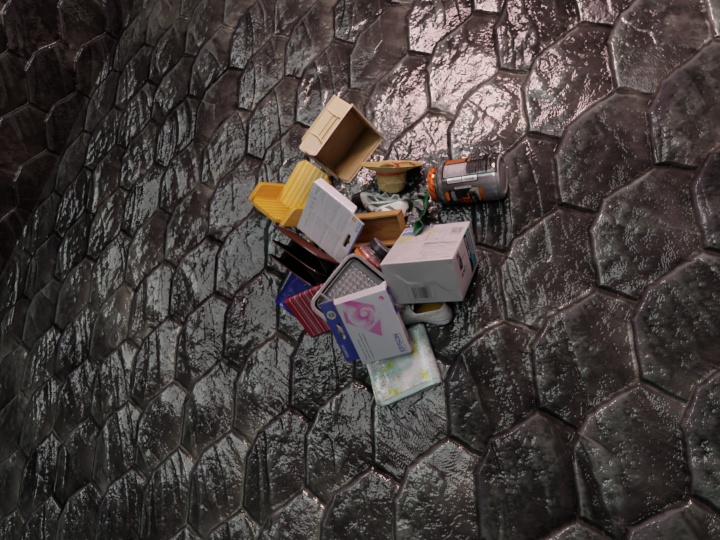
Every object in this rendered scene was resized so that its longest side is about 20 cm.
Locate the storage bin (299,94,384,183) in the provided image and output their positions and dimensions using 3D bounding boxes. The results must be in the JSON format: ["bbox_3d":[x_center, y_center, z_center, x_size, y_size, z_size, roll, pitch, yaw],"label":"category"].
[{"bbox_3d":[-0.060,-0.402,1.608,0.094,0.200,0.199,42,98,33],"label":"storage bin"}]

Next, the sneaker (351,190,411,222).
[{"bbox_3d":[0.050,-0.187,1.556,0.199,0.074,0.089,10,79,32],"label":"sneaker"}]

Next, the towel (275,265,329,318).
[{"bbox_3d":[-0.167,0.054,1.631,0.147,0.049,0.201,33,92,26],"label":"towel"}]

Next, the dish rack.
[{"bbox_3d":[-0.024,0.067,1.430,0.200,0.171,0.044,-51,16,4],"label":"dish rack"}]

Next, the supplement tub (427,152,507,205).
[{"bbox_3d":[0.291,-0.246,1.406,0.198,0.122,0.124,-3,74,30],"label":"supplement tub"}]

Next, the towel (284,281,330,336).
[{"bbox_3d":[-0.117,0.114,1.515,0.199,0.145,0.023,-23,20,34],"label":"towel"}]

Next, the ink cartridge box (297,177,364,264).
[{"bbox_3d":[-0.084,-0.141,1.537,0.200,0.041,0.200,42,136,11],"label":"ink cartridge box"}]

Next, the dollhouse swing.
[{"bbox_3d":[-0.228,-0.266,1.693,0.200,0.181,0.177,39,116,33],"label":"dollhouse swing"}]

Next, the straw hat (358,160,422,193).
[{"bbox_3d":[0.092,-0.274,1.521,0.200,0.201,0.086,11,111,32],"label":"straw hat"}]

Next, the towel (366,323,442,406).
[{"bbox_3d":[0.110,0.261,1.407,0.199,0.048,0.172,-27,65,21],"label":"towel"}]

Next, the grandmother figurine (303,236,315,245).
[{"bbox_3d":[-0.116,-0.125,1.646,0.199,0.060,0.122,-36,69,19],"label":"grandmother figurine"}]

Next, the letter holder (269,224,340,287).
[{"bbox_3d":[-0.186,-0.040,1.553,0.199,0.142,0.101,34,94,26],"label":"letter holder"}]

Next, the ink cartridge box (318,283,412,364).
[{"bbox_3d":[0.012,0.151,1.355,0.198,0.043,0.198,-19,111,16],"label":"ink cartridge box"}]

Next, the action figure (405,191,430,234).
[{"bbox_3d":[0.162,-0.178,1.436,0.054,0.200,0.119,22,107,1],"label":"action figure"}]

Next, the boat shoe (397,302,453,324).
[{"bbox_3d":[0.150,0.104,1.400,0.199,0.070,0.071,2,51,37],"label":"boat shoe"}]

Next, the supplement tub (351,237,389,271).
[{"bbox_3d":[0.000,0.000,1.511,0.200,0.107,0.107,-47,59,10],"label":"supplement tub"}]

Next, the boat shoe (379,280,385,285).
[{"bbox_3d":[0.059,0.125,1.408,0.060,0.075,0.202,42,122,49],"label":"boat shoe"}]

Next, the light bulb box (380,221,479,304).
[{"bbox_3d":[0.186,-0.022,1.343,0.197,0.126,0.200,-4,29,29],"label":"light bulb box"}]

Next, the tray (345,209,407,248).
[{"bbox_3d":[0.040,-0.122,1.533,0.198,0.099,0.037,-3,30,30],"label":"tray"}]
